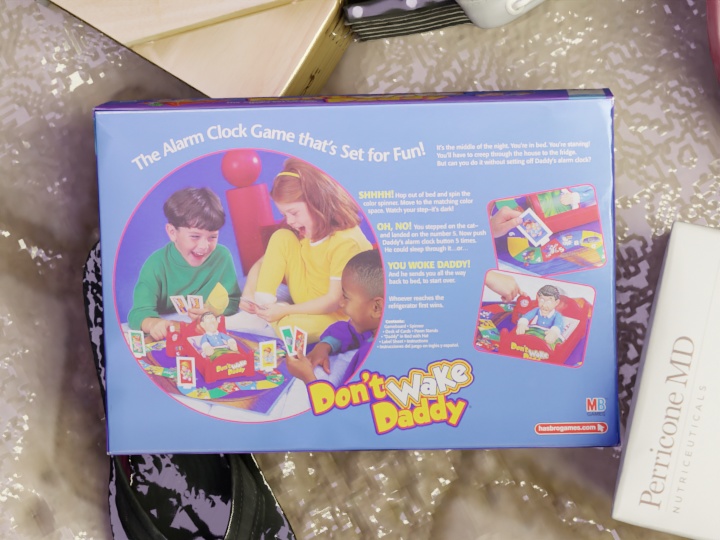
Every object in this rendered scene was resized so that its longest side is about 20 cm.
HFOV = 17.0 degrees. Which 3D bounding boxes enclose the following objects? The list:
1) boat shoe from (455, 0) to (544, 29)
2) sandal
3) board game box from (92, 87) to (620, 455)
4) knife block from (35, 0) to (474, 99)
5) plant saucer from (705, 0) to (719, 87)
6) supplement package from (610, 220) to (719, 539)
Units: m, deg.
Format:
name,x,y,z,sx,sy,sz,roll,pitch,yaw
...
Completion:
name,x,y,z,sx,sy,sz,roll,pitch,yaw
boat shoe,0.115,-0.161,0.923,0.199,0.072,0.069,-35,121,-12
sandal,-0.075,0.078,0.985,0.075,0.048,0.202,-16,85,6
board game box,0.000,0.000,0.933,0.198,0.045,0.136,-1,98,4
knife block,-0.031,-0.151,0.985,0.199,0.064,0.176,31,90,8
plant saucer,0.219,-0.116,0.925,0.199,0.051,0.202,-6,109,-17
supplement package,0.204,0.059,0.919,0.198,0.117,0.118,12,90,8
